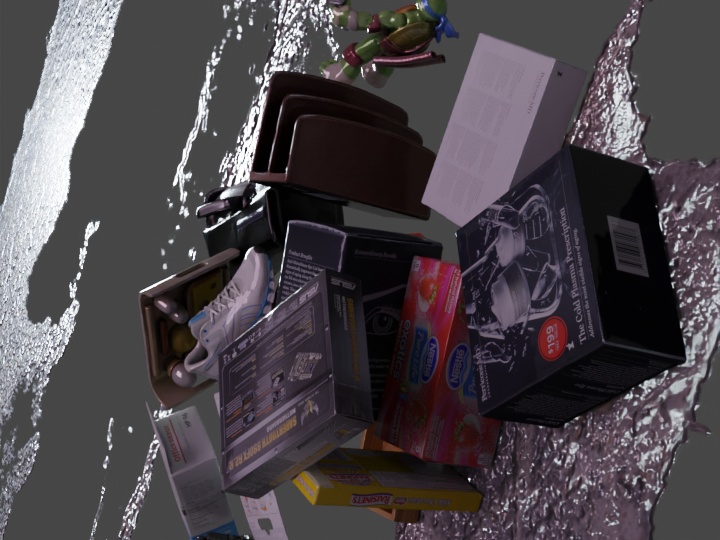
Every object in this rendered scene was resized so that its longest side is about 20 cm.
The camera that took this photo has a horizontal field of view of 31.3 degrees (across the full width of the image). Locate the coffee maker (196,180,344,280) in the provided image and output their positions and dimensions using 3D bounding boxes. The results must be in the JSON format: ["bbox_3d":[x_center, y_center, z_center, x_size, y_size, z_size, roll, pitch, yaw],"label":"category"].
[{"bbox_3d":[-0.111,-0.047,1.731,0.199,0.134,0.194,-19,98,56],"label":"coffee maker"}]

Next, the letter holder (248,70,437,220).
[{"bbox_3d":[-0.012,-0.151,1.505,0.100,0.198,0.144,9,87,59],"label":"letter holder"}]

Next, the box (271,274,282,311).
[{"bbox_3d":[-0.070,0.109,1.582,0.200,0.039,0.138,49,122,53],"label":"box"}]

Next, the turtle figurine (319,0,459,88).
[{"bbox_3d":[0.022,-0.318,1.571,0.194,0.199,0.144,-44,10,49],"label":"turtle figurine"}]

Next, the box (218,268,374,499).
[{"bbox_3d":[-0.069,0.115,1.277,0.200,0.048,0.160,-39,46,40],"label":"box"}]

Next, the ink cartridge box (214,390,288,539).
[{"bbox_3d":[-0.120,0.235,1.605,0.162,0.050,0.203,-30,77,67],"label":"ink cartridge box"}]

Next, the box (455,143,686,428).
[{"bbox_3d":[0.190,0.020,1.203,0.182,0.103,0.202,-40,47,48],"label":"box"}]

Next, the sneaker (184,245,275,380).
[{"bbox_3d":[-0.172,0.059,1.645,0.075,0.086,0.202,52,126,54],"label":"sneaker"}]

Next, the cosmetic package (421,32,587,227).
[{"bbox_3d":[0.150,-0.140,1.377,0.151,0.051,0.202,40,113,59],"label":"cosmetic package"}]

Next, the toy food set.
[{"bbox_3d":[-0.214,0.078,1.708,0.060,0.143,0.202,36,140,35],"label":"toy food set"}]

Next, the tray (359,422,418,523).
[{"bbox_3d":[0.045,0.174,1.457,0.098,0.037,0.203,10,89,59],"label":"tray"}]

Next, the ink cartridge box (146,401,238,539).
[{"bbox_3d":[-0.230,0.273,1.755,0.116,0.067,0.202,-125,20,-50],"label":"ink cartridge box"}]

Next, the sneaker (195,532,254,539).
[{"bbox_3d":[-0.147,0.387,1.630,0.199,0.113,0.077,21,99,57],"label":"sneaker"}]

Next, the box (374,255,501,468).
[{"bbox_3d":[0.096,0.094,1.342,0.099,0.094,0.203,16,93,58],"label":"box"}]

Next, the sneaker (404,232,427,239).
[{"bbox_3d":[0.000,0.000,1.548,0.200,0.081,0.078,-38,48,47],"label":"sneaker"}]

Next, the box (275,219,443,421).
[{"bbox_3d":[-0.008,0.055,1.386,0.104,0.147,0.203,14,95,48],"label":"box"}]

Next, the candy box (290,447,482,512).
[{"bbox_3d":[0.019,0.215,1.326,0.102,0.198,0.027,38,115,57],"label":"candy box"}]
